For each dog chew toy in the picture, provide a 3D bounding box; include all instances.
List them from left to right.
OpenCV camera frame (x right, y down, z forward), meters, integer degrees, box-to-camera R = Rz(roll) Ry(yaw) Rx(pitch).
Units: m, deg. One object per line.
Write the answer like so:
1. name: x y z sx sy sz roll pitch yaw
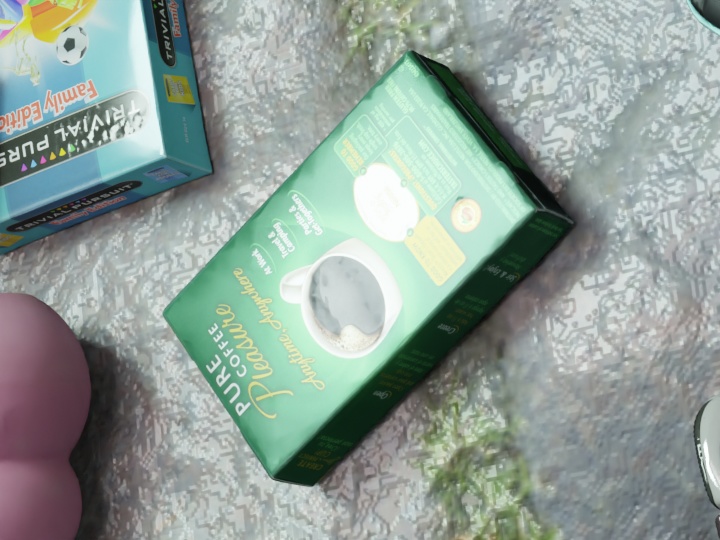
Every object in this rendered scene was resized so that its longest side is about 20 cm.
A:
1. dog chew toy: -0.203 0.114 1.458 0.124 0.124 0.201 -6 85 31

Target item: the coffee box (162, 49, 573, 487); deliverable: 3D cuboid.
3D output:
1. coffee box: 0.000 0.000 1.393 0.200 0.044 0.123 -47 60 15

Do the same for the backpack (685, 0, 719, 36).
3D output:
1. backpack: 0.242 -0.167 1.209 0.175 0.153 0.201 17 80 35

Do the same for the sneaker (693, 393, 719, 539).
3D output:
1. sneaker: 0.225 0.133 1.211 0.115 0.076 0.201 -22 69 23

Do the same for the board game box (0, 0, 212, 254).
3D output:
1. board game box: -0.170 -0.129 1.523 0.150 0.047 0.201 -20 71 28
